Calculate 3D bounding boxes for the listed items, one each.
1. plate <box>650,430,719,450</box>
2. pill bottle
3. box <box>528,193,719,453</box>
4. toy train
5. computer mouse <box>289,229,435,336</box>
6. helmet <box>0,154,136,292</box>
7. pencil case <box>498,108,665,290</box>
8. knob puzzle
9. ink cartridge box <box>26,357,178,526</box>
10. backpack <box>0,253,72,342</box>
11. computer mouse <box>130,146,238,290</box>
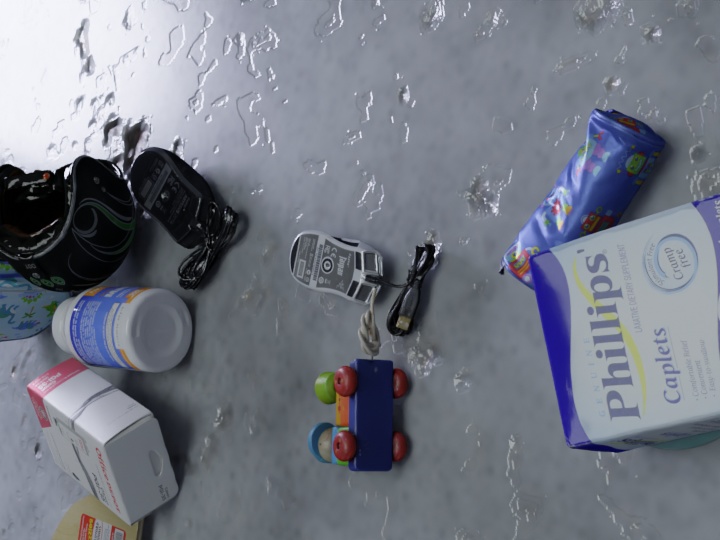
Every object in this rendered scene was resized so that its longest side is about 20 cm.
[{"bbox_3d":[0.289,0.068,1.246,0.199,0.025,0.202,-6,81,43],"label":"plate"},{"bbox_3d":[-0.329,0.077,1.785,0.199,0.112,0.113,2,85,44],"label":"pill bottle"},{"bbox_3d":[0.272,0.053,1.170,0.199,0.105,0.185,-20,73,33],"label":"box"},{"bbox_3d":[-0.010,0.125,1.499,0.115,0.084,0.202,-11,76,56],"label":"toy train"},{"bbox_3d":[0.000,0.000,1.527,0.199,0.044,0.110,20,103,38],"label":"computer mouse"},{"bbox_3d":[-0.403,-0.069,1.822,0.199,0.191,0.202,-5,76,20],"label":"helmet"},{"bbox_3d":[0.217,-0.065,1.299,0.201,0.078,0.087,-61,32,20],"label":"pencil case"},{"bbox_3d":[-0.367,0.405,1.833,0.219,0.030,0.221,-7,80,43],"label":"knob puzzle"},{"bbox_3d":[-0.344,0.225,1.756,0.199,0.083,0.147,26,137,43],"label":"ink cartridge box"},{"bbox_3d":[-0.529,0.022,1.941,0.200,0.182,0.148,-45,58,44],"label":"backpack"},{"bbox_3d":[-0.236,-0.083,1.765,0.200,0.053,0.139,50,119,24],"label":"computer mouse"}]
